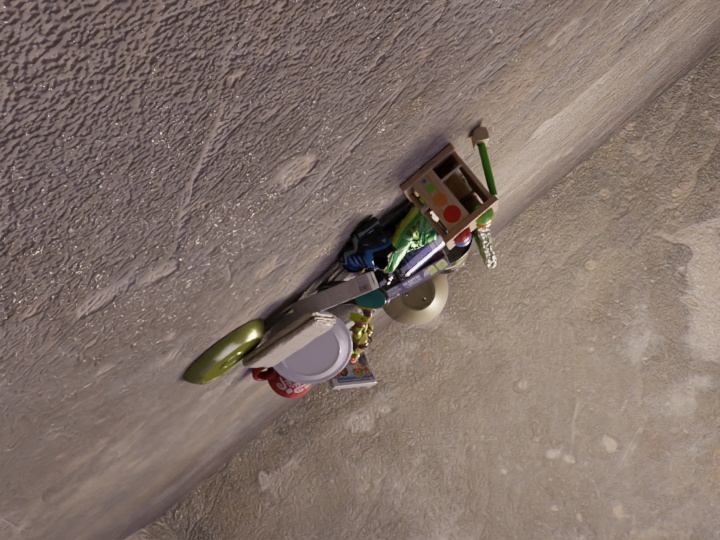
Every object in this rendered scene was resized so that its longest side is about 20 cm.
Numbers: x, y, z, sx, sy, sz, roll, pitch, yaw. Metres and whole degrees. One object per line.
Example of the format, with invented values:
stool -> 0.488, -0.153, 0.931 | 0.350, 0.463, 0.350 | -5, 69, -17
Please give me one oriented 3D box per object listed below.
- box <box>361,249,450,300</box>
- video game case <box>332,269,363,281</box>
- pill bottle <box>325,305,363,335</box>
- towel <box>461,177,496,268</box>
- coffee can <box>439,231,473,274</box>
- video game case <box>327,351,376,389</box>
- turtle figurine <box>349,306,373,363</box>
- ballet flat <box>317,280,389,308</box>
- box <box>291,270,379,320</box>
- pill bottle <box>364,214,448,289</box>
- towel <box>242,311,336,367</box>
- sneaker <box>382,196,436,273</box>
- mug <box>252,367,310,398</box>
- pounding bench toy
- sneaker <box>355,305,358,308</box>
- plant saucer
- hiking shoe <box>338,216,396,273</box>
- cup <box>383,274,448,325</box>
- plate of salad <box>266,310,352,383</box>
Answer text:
box -> 0.101, -0.002, 1.636 | 0.199, 0.035, 0.110 | -30, -145, 10
video game case -> 0.000, 0.000, 1.716 | 0.182, 0.023, 0.200 | -45, 169, 33
pill bottle -> -0.078, 0.137, 1.778 | 0.200, 0.114, 0.114 | -28, 166, -49
towel -> 0.281, -0.110, 1.689 | 0.036, 0.149, 0.201 | -18, 136, 5
coffee can -> 0.205, -0.074, 1.778 | 0.146, 0.147, 0.200 | -39, 170, 2
video game case -> -0.049, 0.210, 1.849 | 0.142, 0.201, 0.018 | 2, 144, -40
turtle figurine -> -0.011, 0.167, 1.723 | 0.200, 0.064, 0.162 | -34, 145, -44
ballet flat -> -0.008, 0.044, 1.567 | 0.199, 0.068, 0.064 | -1, -156, 38
box -> -0.055, 0.054, 1.513 | 0.199, 0.042, 0.039 | -24, 177, 26
pill bottle -> 0.098, -0.050, 1.565 | 0.200, 0.112, 0.112 | -40, 171, -5
towel -> -0.153, 0.150, 1.538 | 0.199, 0.035, 0.132 | -34, 164, 11
sneaker -> 0.112, -0.074, 1.472 | 0.201, 0.083, 0.074 | -55, -176, -6
mug -> -0.180, 0.253, 1.898 | 0.177, 0.134, 0.200 | -35, 167, -35
pounding bench toy -> 0.206, -0.155, 1.363 | 0.200, 0.156, 0.124 | -40, 171, 5
sneaker -> 0.047, 0.040, 1.794 | 0.093, 0.071, 0.199 | -36, 169, 24
plant saucer -> -0.271, 0.174, 1.461 | 0.200, 0.031, 0.200 | -38, 171, -7
hiking shoe -> 0.012, -0.026, 1.435 | 0.074, 0.087, 0.200 | -35, 170, -20
cup -> 0.146, 0.053, 1.922 | 0.200, 0.201, 0.143 | -39, 180, 1
plate of salad -> -0.118, 0.172, 1.646 | 0.200, 0.200, 0.048 | -41, -158, 14
